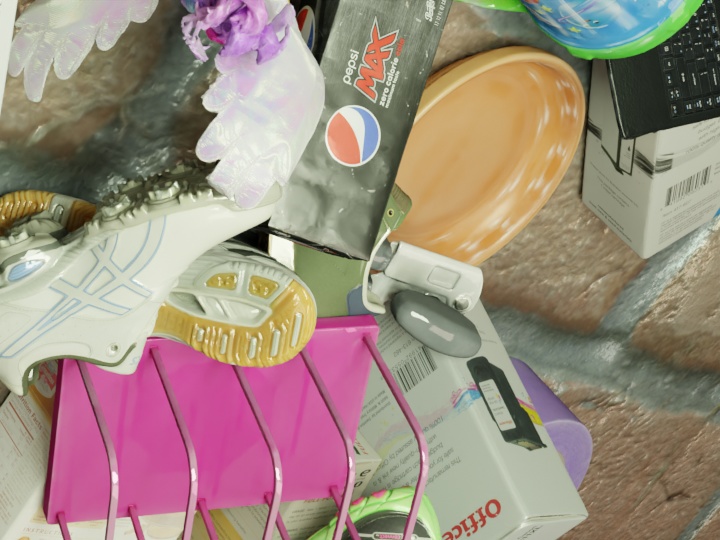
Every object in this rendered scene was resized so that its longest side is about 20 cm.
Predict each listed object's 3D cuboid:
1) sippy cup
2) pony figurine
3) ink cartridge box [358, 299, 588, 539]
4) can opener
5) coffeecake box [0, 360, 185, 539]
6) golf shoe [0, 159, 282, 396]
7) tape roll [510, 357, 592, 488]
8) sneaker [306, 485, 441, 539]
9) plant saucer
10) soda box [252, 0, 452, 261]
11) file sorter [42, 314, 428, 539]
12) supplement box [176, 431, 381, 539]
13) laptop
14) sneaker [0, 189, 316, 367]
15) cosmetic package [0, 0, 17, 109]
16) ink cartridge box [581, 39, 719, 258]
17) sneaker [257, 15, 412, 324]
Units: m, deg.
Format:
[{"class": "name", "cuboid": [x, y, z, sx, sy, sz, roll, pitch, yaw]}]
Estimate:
[{"class": "sippy cup", "cuboid": [0.129, -0.207, 1.024, 0.178, 0.140, 0.130, -50, 150, 16]}, {"class": "pony figurine", "cuboid": [-0.066, -0.154, 0.879, 0.193, 0.166, 0.200, -54, 174, -32]}, {"class": "ink cartridge box", "cuboid": [0.051, 0.128, 1.239, 0.146, 0.201, 0.083, -40, 152, 29]}, {"class": "can opener", "cuboid": [0.000, 0.000, 1.141, 0.199, 0.067, 0.053, 20, 114, -24]}, {"class": "coffeecake box", "cuboid": [-0.193, 0.155, 1.155, 0.153, 0.073, 0.200, 16, 115, -51]}, {"class": "golf shoe", "cuboid": [-0.124, 0.003, 0.934, 0.199, 0.098, 0.078, -19, -167, 14]}, {"class": "tape roll", "cuboid": [0.097, 0.176, 1.476, 0.199, 0.085, 0.201, -28, 144, -23]}, {"class": "sneaker", "cuboid": [-0.020, 0.227, 1.163, 0.200, 0.084, 0.077, -44, 152, 28]}, {"class": "plant saucer", "cuboid": [0.071, -0.076, 1.208, 0.199, 0.037, 0.201, -28, 145, -22]}, {"class": "soda box", "cuboid": [-0.005, -0.111, 0.976, 0.070, 0.063, 0.201, 19, 87, -24]}, {"class": "file sorter", "cuboid": [-0.075, 0.124, 1.032, 0.199, 0.126, 0.140, -3, 125, -22]}, {"class": "supplement box", "cuboid": [-0.084, 0.171, 1.240, 0.073, 0.126, 0.201, 1, 128, -45]}, {"class": "laptop", "cuboid": [0.256, -0.194, 1.133, 0.199, 0.103, 0.179, -14, 95, -36]}, {"class": "sneaker", "cuboid": [-0.123, 0.005, 1.010, 0.088, 0.199, 0.076, -91, -159, -79]}, {"class": "cosmetic package", "cuboid": [-0.250, -0.091, 0.841, 0.150, 0.052, 0.201, -13, 137, -35]}, {"class": "ink cartridge box", "cuboid": [0.250, -0.128, 1.295, 0.145, 0.084, 0.201, -28, 143, -20]}, {"class": "sneaker", "cuboid": [-0.012, -0.056, 1.062, 0.089, 0.067, 0.202, 3, 111, -12]}]
